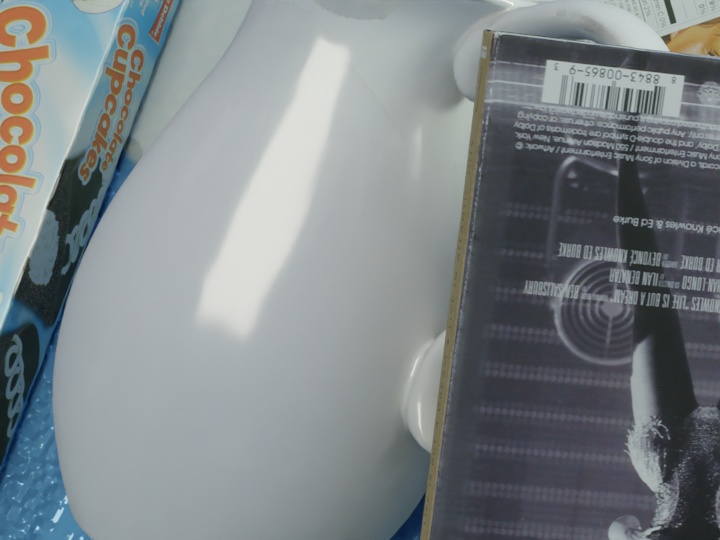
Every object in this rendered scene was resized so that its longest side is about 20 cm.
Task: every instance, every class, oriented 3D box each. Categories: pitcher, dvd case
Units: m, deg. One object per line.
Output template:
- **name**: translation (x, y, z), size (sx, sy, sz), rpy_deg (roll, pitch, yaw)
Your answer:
- **pitcher**: translation (0.000, 0.000, 0.803), size (0.171, 0.121, 0.201), rpy_deg (28, 103, 41)
- **dvd case**: translation (0.092, 0.044, 0.741), size (0.148, 0.016, 0.201), rpy_deg (5, 97, -11)

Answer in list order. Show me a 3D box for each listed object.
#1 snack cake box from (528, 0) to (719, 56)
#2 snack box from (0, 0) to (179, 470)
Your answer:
- **snack cake box**: translation (0.109, -0.042, 0.836), size (0.114, 0.067, 0.201), rpy_deg (-18, 65, 11)
- **snack box**: translation (-0.144, -0.034, 0.941), size (0.116, 0.037, 0.201), rpy_deg (13, 75, 23)
